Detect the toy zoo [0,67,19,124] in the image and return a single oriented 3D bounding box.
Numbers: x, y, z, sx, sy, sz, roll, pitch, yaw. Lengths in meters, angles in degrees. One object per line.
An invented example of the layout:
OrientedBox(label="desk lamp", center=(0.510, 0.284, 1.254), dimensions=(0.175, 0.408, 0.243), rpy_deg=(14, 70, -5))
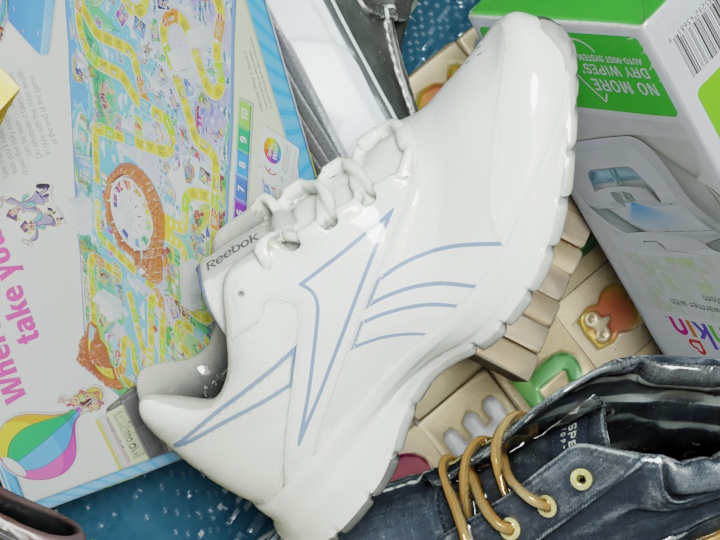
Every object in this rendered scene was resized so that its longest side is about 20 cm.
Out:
OrientedBox(label="toy zoo", center=(-0.188, -0.044, 0.753), dimensions=(0.131, 0.200, 0.020), rpy_deg=(36, 38, -3))

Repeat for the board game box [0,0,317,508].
OrientedBox(label="board game box", center=(-0.084, -0.029, 0.798), dimensions=(0.134, 0.034, 0.201), rpy_deg=(-19, 118, -7))

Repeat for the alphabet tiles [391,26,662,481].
OrientedBox(label="alphabet tiles", center=(0.060, 0.001, 0.892), dimensions=(0.200, 0.006, 0.167), rpy_deg=(-39, 97, -11))

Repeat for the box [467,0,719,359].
OrientedBox(label="box", center=(0.167, -0.077, 0.830), dimensions=(0.200, 0.096, 0.177), rpy_deg=(-45, 120, -21))

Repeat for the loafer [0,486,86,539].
OrientedBox(label="loafer", center=(-0.171, 0.047, 0.757), dimensions=(0.200, 0.072, 0.063), rpy_deg=(40, 107, -1))

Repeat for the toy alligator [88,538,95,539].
OrientedBox(label="toy alligator", center=(-0.114, 0.107, 0.813), dimensions=(0.199, 0.059, 0.054), rpy_deg=(27, 112, -11))

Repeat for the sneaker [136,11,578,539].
OrientedBox(label="sneaker", center=(0.000, 0.000, 0.769), dimensions=(0.087, 0.075, 0.201), rpy_deg=(27, 112, -17))

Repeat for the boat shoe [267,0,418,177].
OrientedBox(label="boat shoe", center=(-0.009, -0.103, 0.836), dimensions=(0.071, 0.072, 0.201), rpy_deg=(-22, 82, -14))

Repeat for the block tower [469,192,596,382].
OrientedBox(label="block tower", center=(0.069, -0.062, 0.866), dimensions=(0.054, 0.058, 0.201), rpy_deg=(26, 80, -10))

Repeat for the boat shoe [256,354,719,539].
OrientedBox(label="boat shoe", center=(0.051, 0.077, 0.822), dimensions=(0.199, 0.091, 0.071), rpy_deg=(-9, 48, -6))
